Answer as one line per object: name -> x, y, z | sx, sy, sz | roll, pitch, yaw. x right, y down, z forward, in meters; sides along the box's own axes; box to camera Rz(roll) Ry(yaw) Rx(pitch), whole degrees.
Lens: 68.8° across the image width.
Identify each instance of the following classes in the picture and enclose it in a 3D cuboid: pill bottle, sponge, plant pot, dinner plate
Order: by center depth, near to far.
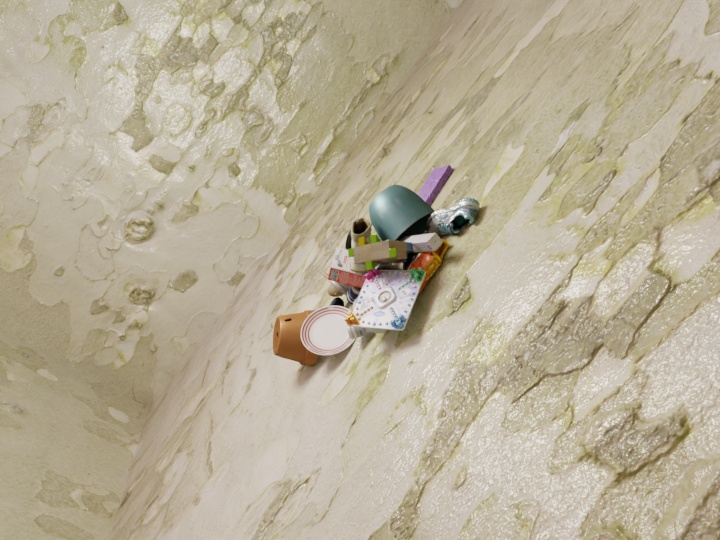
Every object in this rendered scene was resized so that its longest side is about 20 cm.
pill bottle -> 0.067, 0.087, 1.605 | 0.111, 0.111, 0.200 | -32, 30, 46
plant pot -> 0.123, -0.182, 1.722 | 0.200, 0.161, 0.201 | -36, -13, -10
dinner plate -> -0.103, 0.204, 1.772 | 0.199, 0.024, 0.201 | -6, 47, 6
plant pot -> -0.231, 0.237, 1.873 | 0.200, 0.139, 0.201 | -174, 90, -70
sponge -> 0.255, -0.297, 1.936 | 0.200, 0.030, 0.112 | -57, 20, -9

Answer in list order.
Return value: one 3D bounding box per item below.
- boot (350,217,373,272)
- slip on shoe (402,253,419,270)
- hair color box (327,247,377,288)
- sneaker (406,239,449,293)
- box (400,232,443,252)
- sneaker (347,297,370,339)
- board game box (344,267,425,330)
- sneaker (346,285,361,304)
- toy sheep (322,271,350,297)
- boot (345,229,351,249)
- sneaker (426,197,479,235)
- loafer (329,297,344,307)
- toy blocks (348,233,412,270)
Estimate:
boot -> 0.015, -0.106, 1.717 | 0.200, 0.072, 0.155 | -62, -25, -52
slip on shoe -> 0.164, -0.040, 1.673 | 0.076, 0.061, 0.200 | -41, 23, 30
hair color box -> 0.000, 0.000, 1.766 | 0.111, 0.199, 0.064 | -77, 3, -49
sneaker -> 0.195, -0.016, 1.550 | 0.077, 0.073, 0.200 | -8, 50, 58
box -> 0.174, -0.080, 1.573 | 0.041, 0.039, 0.200 | -48, 16, -16
sneaker -> 0.017, 0.151, 1.709 | 0.082, 0.075, 0.200 | -8, 33, 16
board game box -> 0.068, 0.074, 1.505 | 0.199, 0.026, 0.200 | 0, 53, 38
sneaker -> 0.015, 0.040, 1.859 | 0.200, 0.070, 0.109 | -49, -12, -44
toy sheep -> -0.049, 0.015, 1.927 | 0.200, 0.138, 0.138 | -53, 20, 7
boot -> -0.035, -0.075, 2.043 | 0.131, 0.067, 0.201 | -126, 43, -78
sneaker -> 0.269, -0.145, 1.593 | 0.200, 0.078, 0.087 | -32, 32, 46
loafer -> -0.115, 0.186, 1.909 | 0.070, 0.068, 0.201 | -18, 43, 46
toy blocks -> 0.080, -0.051, 1.577 | 0.200, 0.136, 0.100 | -9, 81, 47
